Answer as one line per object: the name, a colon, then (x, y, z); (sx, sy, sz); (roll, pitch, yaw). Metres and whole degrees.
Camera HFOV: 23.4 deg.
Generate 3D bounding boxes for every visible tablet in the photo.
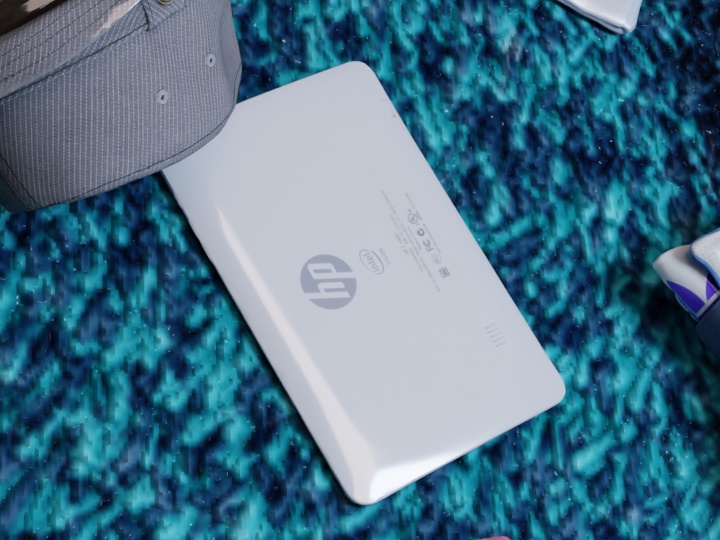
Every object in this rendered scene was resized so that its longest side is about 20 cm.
tablet: (0.000, 0.000, 0.826); (0.129, 0.014, 0.201); (-24, 75, -28)

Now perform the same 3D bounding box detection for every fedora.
fedora: (-0.111, -0.091, 0.765); (0.091, 0.176, 0.200); (60, 38, -20)

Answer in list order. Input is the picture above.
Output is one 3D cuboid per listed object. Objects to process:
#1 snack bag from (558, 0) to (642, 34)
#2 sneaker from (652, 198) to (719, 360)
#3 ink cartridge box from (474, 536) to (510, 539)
snack bag: (0.097, -0.240, 0.975); (0.199, 0.021, 0.190); (30, 58, -5)
sneaker: (0.196, 0.052, 0.841); (0.145, 0.081, 0.201); (26, 62, 3)
ink cartridge box: (0.006, 0.218, 0.680); (0.144, 0.085, 0.202); (-4, 68, -22)
